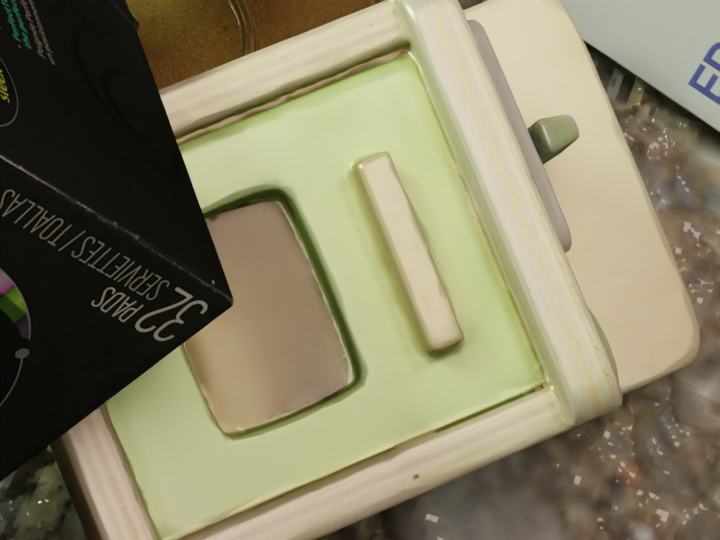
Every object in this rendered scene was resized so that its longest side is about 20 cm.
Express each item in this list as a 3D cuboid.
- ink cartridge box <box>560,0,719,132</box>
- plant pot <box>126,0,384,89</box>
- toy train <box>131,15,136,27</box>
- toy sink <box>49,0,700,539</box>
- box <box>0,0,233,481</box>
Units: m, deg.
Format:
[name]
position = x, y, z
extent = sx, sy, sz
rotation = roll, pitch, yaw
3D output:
[ink cartridge box]
position = 0.088, -0.167, 0.839
extent = 0.200, 0.197, 0.043
rotation = 33, 39, 6
[plant pot]
position = -0.066, -0.069, 0.866
extent = 0.200, 0.027, 0.200
rotation = 3, 69, -7
[toy train]
position = -0.102, -0.077, 0.803
extent = 0.200, 0.042, 0.056
rotation = -42, 63, -2
[toy sink]
position = 0.000, 0.000, 0.776
extent = 0.200, 0.112, 0.131
rotation = -21, 87, -10
[box]
position = -0.156, -0.032, 0.624
extent = 0.148, 0.200, 0.124
rotation = -37, 51, 19
